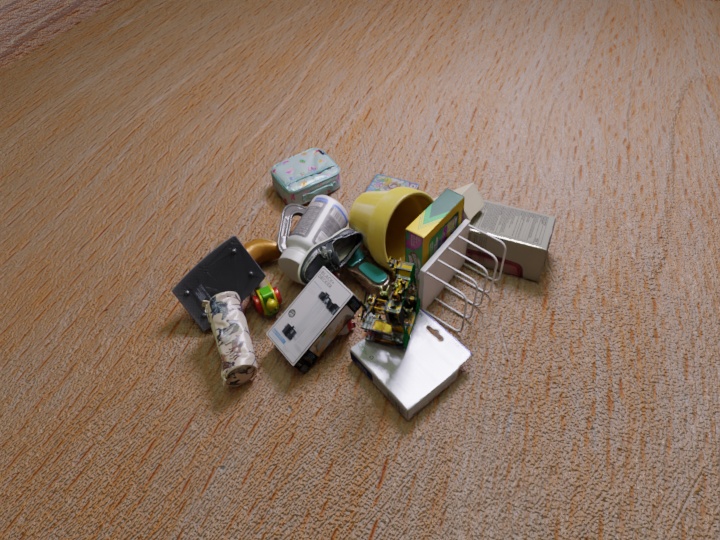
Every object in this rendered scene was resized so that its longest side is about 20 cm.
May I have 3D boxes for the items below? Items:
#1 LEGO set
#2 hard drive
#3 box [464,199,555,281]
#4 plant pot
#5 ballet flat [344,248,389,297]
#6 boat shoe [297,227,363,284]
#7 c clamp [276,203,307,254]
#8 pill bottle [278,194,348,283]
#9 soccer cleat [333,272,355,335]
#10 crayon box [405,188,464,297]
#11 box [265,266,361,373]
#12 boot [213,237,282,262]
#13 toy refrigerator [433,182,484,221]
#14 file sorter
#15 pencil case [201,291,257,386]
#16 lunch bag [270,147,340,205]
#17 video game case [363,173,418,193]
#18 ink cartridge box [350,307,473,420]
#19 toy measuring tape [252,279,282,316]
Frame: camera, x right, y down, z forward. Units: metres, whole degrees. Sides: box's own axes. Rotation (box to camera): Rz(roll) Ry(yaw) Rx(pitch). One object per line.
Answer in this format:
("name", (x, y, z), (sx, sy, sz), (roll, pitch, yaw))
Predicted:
("LEGO set", (0.052, 0.068, 1.105), (0.112, 0.201, 0.159), (11, 67, 19))
("hard drive", (-0.330, 0.029, 1.243), (0.199, 0.042, 0.136), (-40, 95, 1))
("box", (0.369, -0.077, 1.309), (0.194, 0.111, 0.129), (17, 49, 20))
("plant pot", (0.072, -0.116, 1.330), (0.198, 0.206, 0.187), (-33, 36, -25))
("ballet flat", (0.000, 0.000, 1.303), (0.069, 0.067, 0.200), (-26, 47, -21))
("boat shoe", (-0.063, -0.034, 1.238), (0.065, 0.077, 0.197), (6, 33, 47))
("c clamp", (-0.138, -0.101, 1.401), (0.166, 0.027, 0.206), (24, 54, -18))
("pill bottle", (-0.117, -0.076, 1.311), (0.110, 0.115, 0.204), (17, 59, 21))
("soccer cleat", (-0.074, 0.070, 1.246), (0.082, 0.070, 0.204), (-16, 50, -9))
("crayon box", (0.174, -0.059, 1.246), (0.057, 0.205, 0.172), (28, 54, 30))
("box", (-0.102, 0.107, 1.162), (0.201, 0.060, 0.116), (-48, 56, -4))
("boot", (-0.296, -0.012, 1.327), (0.192, 0.073, 0.147), (1, 40, 3))
("toy refrigerator", (0.219, -0.150, 1.349), (0.076, 0.071, 0.198), (-41, 14, -30))
("file sorter", (0.236, 0.015, 1.217), (0.122, 0.142, 0.200), (28, 55, 26))
("pencil case", (-0.285, 0.149, 1.153), (0.086, 0.079, 0.205), (-10, 59, -22))
("lunch bag", (-0.158, -0.280, 1.574), (0.196, 0.079, 0.161), (-28, 50, -20))
("video game case", (0.070, -0.201, 1.519), (0.139, 0.018, 0.202), (17, 51, 19))
("ink cartridge box", (0.108, 0.186, 1.133), (0.197, 0.042, 0.199), (-32, 51, -23))
("toy measuring tape", (-0.237, 0.060, 1.287), (0.072, 0.076, 0.199), (-23, 26, -16))
